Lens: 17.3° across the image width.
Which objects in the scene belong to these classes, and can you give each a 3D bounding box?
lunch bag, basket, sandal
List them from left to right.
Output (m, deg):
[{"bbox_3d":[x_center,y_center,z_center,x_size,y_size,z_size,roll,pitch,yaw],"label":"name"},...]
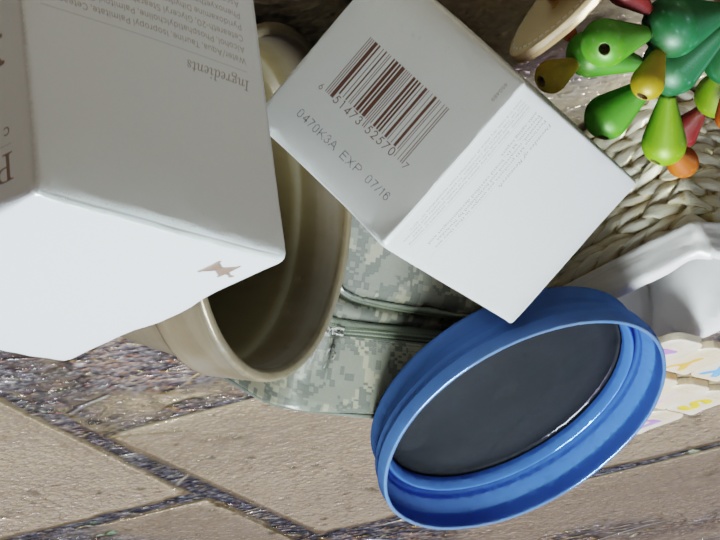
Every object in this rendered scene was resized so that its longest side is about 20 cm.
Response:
[{"bbox_3d":[0.000,0.000,1.520,0.199,0.169,0.139,8,-170,-40],"label":"lunch bag"},{"bbox_3d":[0.122,-0.193,1.205,0.070,0.078,0.212,35,135,-17],"label":"sandal"},{"bbox_3d":[0.189,-0.025,1.564,0.135,0.124,0.200,9,155,-39],"label":"basket"}]

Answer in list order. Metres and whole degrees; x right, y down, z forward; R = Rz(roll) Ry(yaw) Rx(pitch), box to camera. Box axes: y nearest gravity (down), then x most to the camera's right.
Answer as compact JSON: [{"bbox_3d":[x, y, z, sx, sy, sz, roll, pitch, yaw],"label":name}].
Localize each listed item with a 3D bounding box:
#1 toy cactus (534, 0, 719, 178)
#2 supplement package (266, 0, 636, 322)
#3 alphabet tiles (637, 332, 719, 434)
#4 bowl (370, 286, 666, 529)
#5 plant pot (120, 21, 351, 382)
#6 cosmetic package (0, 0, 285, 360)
[{"bbox_3d":[0.193,-0.136,1.350,0.165,0.103,0.200,-37,147,19],"label":"toy cactus"},{"bbox_3d":[0.052,-0.067,1.338,0.117,0.117,0.200,-50,152,6],"label":"supplement package"},{"bbox_3d":[0.176,0.086,1.661,0.195,0.015,0.200,-23,157,36],"label":"alphabet tiles"},{"bbox_3d":[0.098,0.087,1.501,0.200,0.039,0.201,-19,143,-14],"label":"bowl"},{"bbox_3d":[-0.122,-0.041,1.352,0.173,0.201,0.200,3,165,25],"label":"plant pot"},{"bbox_3d":[-0.159,-0.083,1.166,0.167,0.201,0.166,-24,154,36],"label":"cosmetic package"}]
